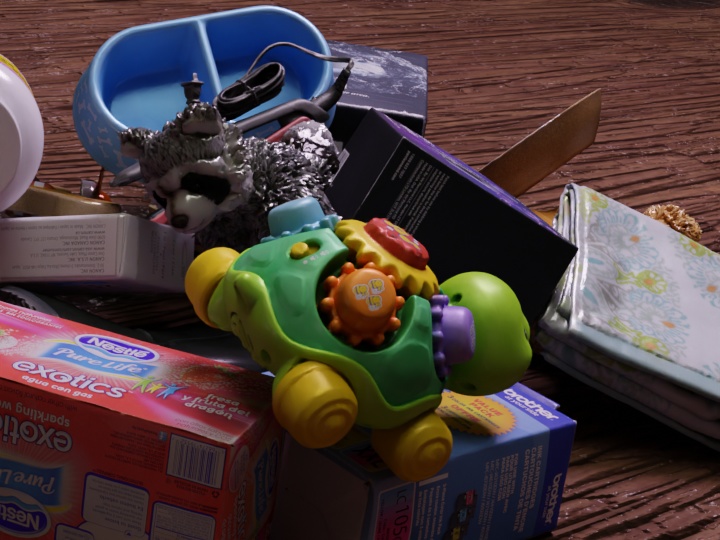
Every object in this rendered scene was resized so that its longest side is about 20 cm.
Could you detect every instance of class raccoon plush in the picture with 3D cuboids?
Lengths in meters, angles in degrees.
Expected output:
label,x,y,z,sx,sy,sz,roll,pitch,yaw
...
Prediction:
label,x,y,z,sx,sy,sz,roll,pitch,yaw
raccoon plush,-0.086,-0.074,1.149,0.096,0.134,0.201,-29,26,14

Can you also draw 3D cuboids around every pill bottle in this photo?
label,x,y,z,sx,sy,sz,roll,pitch,yaw
pill bottle,-0.254,-0.089,1.140,0.103,0.106,0.200,4,9,-13

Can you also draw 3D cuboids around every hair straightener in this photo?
label,x,y,z,sx,sy,sz,roll,pitch,yaw
hair straightener,-0.090,-0.106,1.240,0.199,0.077,0.041,-33,8,-18

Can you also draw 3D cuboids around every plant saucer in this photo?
label,x,y,z,sx,sy,sz,roll,pitch,yaw
plant saucer,0.125,-0.079,1.481,0.036,0.200,0.200,55,28,1

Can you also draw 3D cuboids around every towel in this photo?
label,x,y,z,sx,sy,sz,roll,pitch,yaw
towel,0.214,0.034,1.223,0.199,0.048,0.172,27,37,-9

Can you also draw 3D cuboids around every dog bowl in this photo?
label,x,y,z,sx,sy,sz,roll,pitch,yaw
dog bowl,-0.110,-0.133,1.300,0.198,0.113,0.050,-12,-19,-15

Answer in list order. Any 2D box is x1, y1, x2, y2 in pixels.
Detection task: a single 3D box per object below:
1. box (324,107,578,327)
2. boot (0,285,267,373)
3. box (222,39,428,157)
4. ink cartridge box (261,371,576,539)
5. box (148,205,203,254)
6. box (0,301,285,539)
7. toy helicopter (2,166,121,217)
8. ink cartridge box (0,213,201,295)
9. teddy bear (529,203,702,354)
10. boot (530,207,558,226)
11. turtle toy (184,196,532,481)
label,x,y,z,sx,sy,sz,roll,pitch,yaw
box,0.055,-0.037,1.231,0.140,0.079,0.200,34,6,-11
boot,-0.117,0.045,1.142,0.164,0.066,0.199,32,32,34
box,-0.048,-0.112,1.450,0.194,0.119,0.200,9,20,-1
ink cartridge box,0.029,0.105,1.038,0.199,0.077,0.136,-9,27,-43
box,-0.047,-0.022,1.414,0.162,0.022,0.199,-10,29,-40
box,-0.146,0.095,0.948,0.198,0.104,0.095,13,19,15
toy helicopter,-0.223,-0.047,1.292,0.131,0.080,0.199,10,3,-37
ink cartridge box,-0.198,-0.005,1.194,0.198,0.045,0.176,-1,-6,24
teddy bear,0.201,0.007,1.328,0.198,0.147,0.067,1,-23,-33
boot,0.178,-0.013,1.410,0.142,0.072,0.201,4,14,4
turtle toy,0.010,0.029,0.942,0.199,0.102,0.146,23,17,-43
